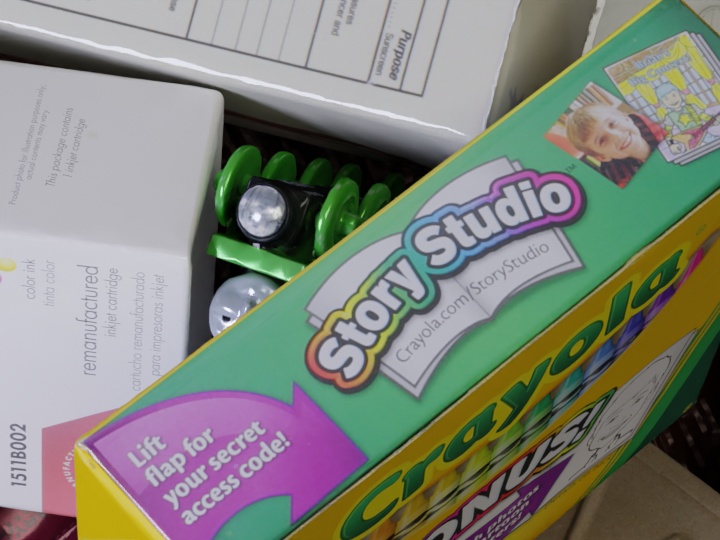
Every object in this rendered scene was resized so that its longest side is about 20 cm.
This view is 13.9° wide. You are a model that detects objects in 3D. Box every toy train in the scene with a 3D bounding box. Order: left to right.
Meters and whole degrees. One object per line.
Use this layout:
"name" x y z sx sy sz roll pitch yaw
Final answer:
"toy train" 0.000 0.000 0.837 0.042 0.200 0.057 19 95 17

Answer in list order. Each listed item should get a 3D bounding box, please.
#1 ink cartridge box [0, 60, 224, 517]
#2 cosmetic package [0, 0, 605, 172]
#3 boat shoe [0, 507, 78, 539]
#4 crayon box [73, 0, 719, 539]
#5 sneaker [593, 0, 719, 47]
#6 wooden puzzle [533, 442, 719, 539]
"ink cartridge box" -0.141 0.000 0.805 0.199 0.117 0.068 8 48 2
"cosmetic package" -0.035 -0.095 0.827 0.199 0.087 0.104 16 85 19
"boat shoe" -0.141 0.115 0.857 0.074 0.066 0.200 44 81 -11
"crayon box" 0.018 0.040 0.787 0.200 0.173 0.058 -38 73 -20
"sneaker" 0.147 -0.055 0.916 0.199 0.100 0.075 11 88 -13
"wooden puzzle" 0.036 0.125 0.859 0.185 0.200 0.046 -35 139 -18
